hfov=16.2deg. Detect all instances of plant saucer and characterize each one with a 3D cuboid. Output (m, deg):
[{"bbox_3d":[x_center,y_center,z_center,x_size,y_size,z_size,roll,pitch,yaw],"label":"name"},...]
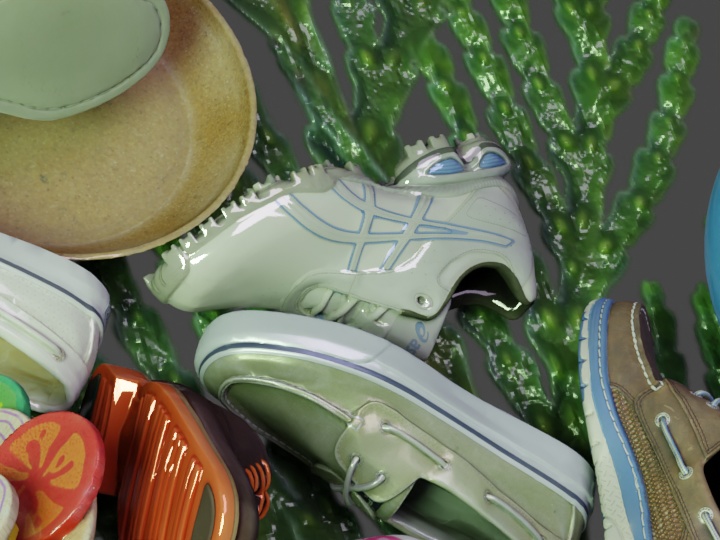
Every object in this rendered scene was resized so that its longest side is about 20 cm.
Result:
[{"bbox_3d":[-0.149,-0.079,1.192,0.200,0.035,0.200,9,54,-13],"label":"plant saucer"}]

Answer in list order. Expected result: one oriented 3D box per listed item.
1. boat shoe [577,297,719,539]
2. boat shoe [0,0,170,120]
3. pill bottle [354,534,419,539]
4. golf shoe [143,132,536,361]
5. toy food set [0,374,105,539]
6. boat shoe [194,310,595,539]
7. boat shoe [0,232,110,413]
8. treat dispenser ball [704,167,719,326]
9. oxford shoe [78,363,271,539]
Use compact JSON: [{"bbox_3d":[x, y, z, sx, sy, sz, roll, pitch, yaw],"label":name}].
[{"bbox_3d":[0.146,0.093,1.163,0.072,0.072,0.200,-14,52,10],"label":"boat shoe"},{"bbox_3d":[-0.181,-0.103,1.131,0.201,0.072,0.061,-14,30,-36],"label":"boat shoe"},{"bbox_3d":[-0.061,0.174,1.018,0.200,0.113,0.113,-5,61,-26],"label":"pill bottle"},{"bbox_3d":[0.000,0.000,1.185,0.200,0.078,0.097,-15,72,-29],"label":"golf shoe"},{"bbox_3d":[-0.187,0.119,0.972,0.049,0.198,0.200,59,28,-33],"label":"toy food set"},{"bbox_3d":[0.016,0.081,1.138,0.200,0.072,0.062,24,50,-10],"label":"boat shoe"},{"bbox_3d":[-0.208,0.010,1.096,0.200,0.071,0.070,23,50,-15],"label":"boat shoe"},{"bbox_3d":[0.267,-0.012,1.221,0.201,0.201,0.201,11,55,-16],"label":"treat dispenser ball"},{"bbox_3d":[-0.064,0.082,1.042,0.072,0.200,0.071,13,99,-19],"label":"oxford shoe"}]
